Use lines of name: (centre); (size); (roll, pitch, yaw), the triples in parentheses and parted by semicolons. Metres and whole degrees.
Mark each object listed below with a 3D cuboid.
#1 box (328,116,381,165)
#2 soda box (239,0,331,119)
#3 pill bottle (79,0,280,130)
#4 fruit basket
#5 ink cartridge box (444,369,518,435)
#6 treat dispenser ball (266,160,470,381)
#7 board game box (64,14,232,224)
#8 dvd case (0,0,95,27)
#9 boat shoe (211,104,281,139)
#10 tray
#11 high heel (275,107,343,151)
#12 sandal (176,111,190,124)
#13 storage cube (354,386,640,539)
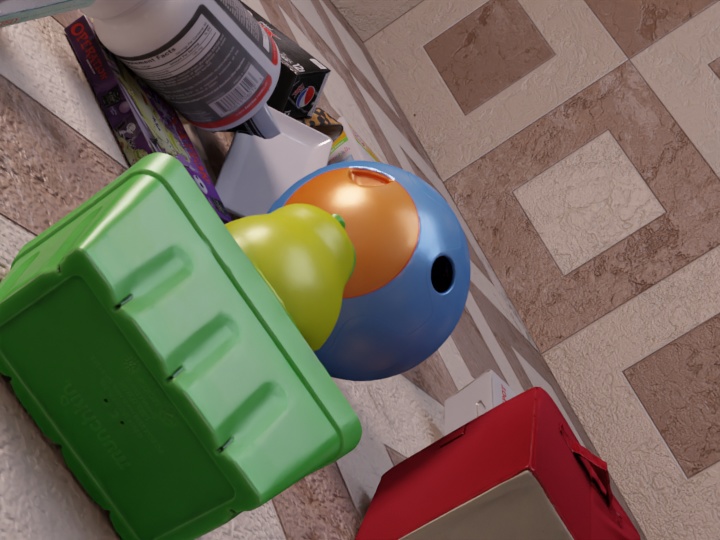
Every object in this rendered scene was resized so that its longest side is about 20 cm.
box: (-0.014, -0.084, 1.439); (0.101, 0.112, 0.200); (45, 16, -43)
soda box: (-0.132, -0.260, 1.336); (0.200, 0.071, 0.063); (42, 34, 23)
pill bottle: (-0.168, -0.223, 1.014); (0.200, 0.116, 0.116); (43, 18, -52)
fruit basket: (-0.089, 0.035, 0.649); (0.216, 0.155, 0.216); (42, 31, -32)
ink cartridge box: (0.194, 0.241, 1.377); (0.200, 0.085, 0.145); (44, 25, -20)
treat dispenser ball: (0.000, 0.000, 1.025); (0.201, 0.201, 0.201); (54, 11, -16)
board game box: (-0.192, -0.130, 1.021); (0.200, 0.032, 0.120); (61, 7, 20)
dvd case: (-0.294, -0.266, 0.805); (0.200, 0.022, 0.146); (56, 39, -1)
boat shoe: (-0.143, -0.174, 1.173); (0.072, 0.068, 0.200); (60, -8, -36)
tray: (-0.093, -0.103, 1.194); (0.107, 0.022, 0.200); (25, 39, -11)
high heel: (-0.061, -0.136, 1.319); (0.142, 0.072, 0.200); (0, 37, -24)
sandal: (-0.214, -0.236, 1.169); (0.070, 0.077, 0.212); (105, -37, -71)
storage cube: (0.116, 0.229, 0.915); (0.171, 0.200, 0.180); (57, 17, -5)
